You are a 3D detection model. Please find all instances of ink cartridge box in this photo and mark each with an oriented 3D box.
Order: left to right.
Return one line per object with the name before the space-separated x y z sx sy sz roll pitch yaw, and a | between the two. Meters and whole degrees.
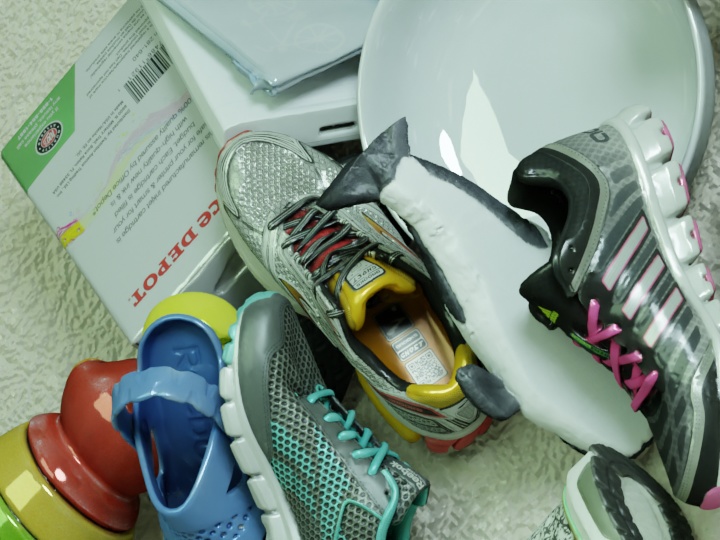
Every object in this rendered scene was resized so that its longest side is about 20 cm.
ink cartridge box | -0.101 -0.052 1.452 0.145 0.084 0.200 -48 47 9

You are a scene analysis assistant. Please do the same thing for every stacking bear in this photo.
stacking bear | -0.173 0.126 1.407 0.200 0.121 0.114 -44 67 14

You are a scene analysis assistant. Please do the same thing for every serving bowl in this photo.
serving bowl | 0.098 -0.091 1.300 0.199 0.066 0.202 0 90 31

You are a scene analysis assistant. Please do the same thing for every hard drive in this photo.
hard drive | -0.046 -0.138 1.420 0.200 0.131 0.027 -120 26 -46

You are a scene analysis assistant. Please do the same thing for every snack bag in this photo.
snack bag | -0.023 -0.178 1.414 0.199 0.022 0.188 -26 43 -24

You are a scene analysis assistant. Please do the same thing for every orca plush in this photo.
orca plush | 0.060 0.020 1.243 0.106 0.199 0.071 -61 11 -18

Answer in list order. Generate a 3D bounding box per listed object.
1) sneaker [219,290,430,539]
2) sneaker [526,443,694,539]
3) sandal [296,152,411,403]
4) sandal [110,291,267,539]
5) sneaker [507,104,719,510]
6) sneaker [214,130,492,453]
sneaker | -0.009 0.104 1.281 0.091 0.078 0.202 -14 93 21
sneaker | 0.122 0.184 1.171 0.089 0.077 0.201 -43 41 32
sandal | -0.030 0.030 1.374 0.201 0.075 0.048 -58 9 1
sandal | -0.085 0.116 1.310 0.079 0.087 0.201 -16 95 20
sneaker | 0.120 0.021 1.181 0.087 0.074 0.201 -11 71 -11
sneaker | 0.000 0.000 1.293 0.078 0.082 0.200 -41 75 -9
